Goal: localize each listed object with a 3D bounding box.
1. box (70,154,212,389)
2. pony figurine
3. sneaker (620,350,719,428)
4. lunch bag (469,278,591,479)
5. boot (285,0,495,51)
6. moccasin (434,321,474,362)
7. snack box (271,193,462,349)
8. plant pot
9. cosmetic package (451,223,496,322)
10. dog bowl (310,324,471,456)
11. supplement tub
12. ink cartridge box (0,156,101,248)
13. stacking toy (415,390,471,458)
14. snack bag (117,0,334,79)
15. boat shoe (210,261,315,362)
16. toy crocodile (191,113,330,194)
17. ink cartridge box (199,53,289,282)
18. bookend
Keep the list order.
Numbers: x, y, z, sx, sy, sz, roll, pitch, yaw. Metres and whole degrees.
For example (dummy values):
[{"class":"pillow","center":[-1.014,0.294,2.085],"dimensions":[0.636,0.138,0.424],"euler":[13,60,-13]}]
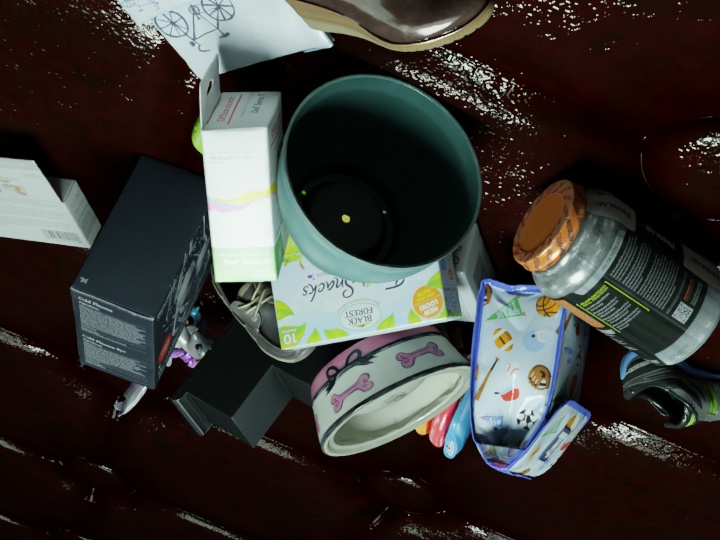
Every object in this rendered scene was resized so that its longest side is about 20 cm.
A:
[{"class":"box","center":[-0.252,0.005,1.415],"dimensions":[0.103,0.201,0.183],"euler":[19,149,3]},{"class":"pony figurine","center":[-0.284,0.088,1.632],"dimensions":[0.200,0.167,0.193],"euler":[45,135,-10]},{"class":"sneaker","center":[0.396,0.157,1.402],"dimensions":[0.198,0.083,0.071],"euler":[21,149,-2]},{"class":"lunch bag","center":[0.187,0.126,1.315],"dimensions":[0.122,0.202,0.170],"euler":[7,170,22]},{"class":"boot","center":[0.002,-0.265,0.991],"dimensions":[0.198,0.073,0.167],"euler":[6,148,27]},{"class":"moccasin","center":[0.118,0.086,1.459],"dimensions":[0.199,0.074,0.078],"euler":[17,134,11]},{"class":"snack box","center":[0.000,0.000,1.290],"dimensions":[0.198,0.144,0.053],"euler":[-12,174,24]},{"class":"plant pot","center":[0.002,-0.071,1.170],"dimensions":[0.199,0.202,0.134],"euler":[25,152,-9]},{"class":"cosmetic package","center":[0.046,-0.002,1.364],"dimensions":[0.198,0.072,0.102],"euler":[3,146,24]},{"class":"dog bowl","center":[0.030,0.133,1.370],"dimensions":[0.198,0.074,0.201],"euler":[-24,158,-11]},{"class":"supplement tub","center":[0.259,0.000,1.203],"dimensions":[0.199,0.123,0.122],"euler":[31,146,-19]},{"class":"ink cartridge box","center":[-0.450,-0.105,1.505],"dimensions":[0.198,0.045,0.177],"euler":[7,147,19]},{"class":"stacking toy","center":[0.063,0.153,1.580],"dimensions":[0.198,0.110,0.116],"euler":[25,152,13]},{"class":"snack bag","center":[-0.148,-0.261,1.129],"dimensions":[0.187,0.022,0.200],"euler":[-7,139,35]},{"class":"boat shoe","center":[-0.126,0.045,1.454],"dimensions":[0.199,0.075,0.073],"euler":[33,174,44]},{"class":"toy crocodile","center":[-0.087,-0.120,1.280],"dimensions":[0.198,0.062,0.068],"euler":[16,148,-2]},{"class":"ink cartridge box","center":[-0.112,-0.104,1.177],"dimensions":[0.066,0.117,0.202],"euler":[-1,116,4]},{"class":"bookend","center":[-0.094,0.143,1.488],"dimensions":[0.199,0.199,0.092],"euler":[22,154,34]}]
